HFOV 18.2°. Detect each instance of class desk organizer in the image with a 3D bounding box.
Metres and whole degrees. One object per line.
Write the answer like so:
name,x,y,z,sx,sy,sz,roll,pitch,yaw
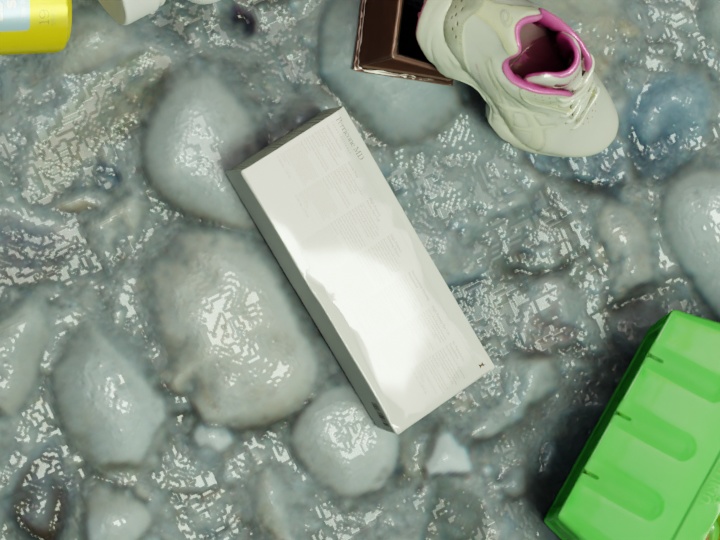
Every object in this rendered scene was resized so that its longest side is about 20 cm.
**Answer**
desk organizer,0.051,-0.227,1.464,0.071,0.077,0.201,7,89,-17

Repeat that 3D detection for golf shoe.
golf shoe,0.119,-0.121,1.451,0.200,0.091,0.075,32,82,-46

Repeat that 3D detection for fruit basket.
fruit basket,0.248,0.148,1.504,0.215,0.156,0.216,0,82,-2

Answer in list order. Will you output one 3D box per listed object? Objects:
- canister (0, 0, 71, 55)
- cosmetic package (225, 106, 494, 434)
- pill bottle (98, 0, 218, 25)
canister,-0.282,-0.197,1.359,0.199,0.087,0.149,-5,92,-18
cosmetic package,0.000,0.000,1.465,0.082,0.051,0.200,-32,100,-12
pill bottle,-0.082,-0.236,1.405,0.200,0.111,0.111,-31,99,-15
